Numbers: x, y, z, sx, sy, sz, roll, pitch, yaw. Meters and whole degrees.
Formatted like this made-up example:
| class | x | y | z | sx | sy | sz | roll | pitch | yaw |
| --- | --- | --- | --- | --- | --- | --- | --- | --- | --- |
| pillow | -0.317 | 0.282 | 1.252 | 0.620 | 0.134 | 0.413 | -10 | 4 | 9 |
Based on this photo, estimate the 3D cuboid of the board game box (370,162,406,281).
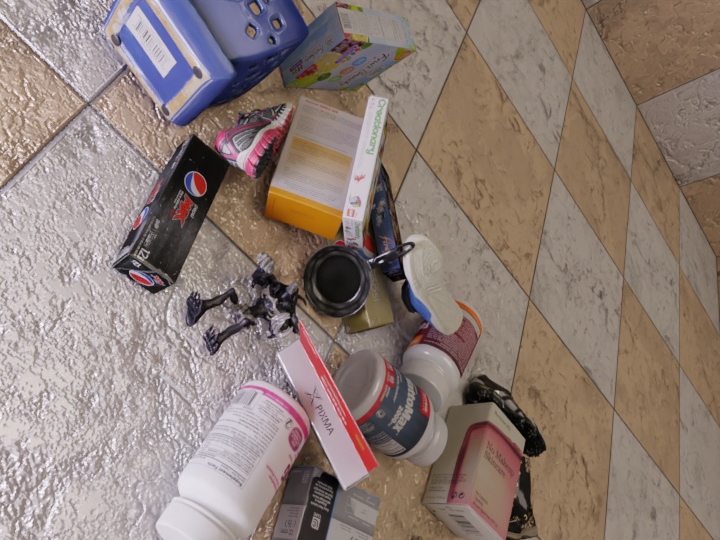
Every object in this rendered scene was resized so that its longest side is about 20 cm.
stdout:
| class | x | y | z | sx | sy | sz | roll | pitch | yaw |
| --- | --- | --- | --- | --- | --- | --- | --- | --- | --- |
| board game box | 0.045 | -0.090 | 1.031 | 0.135 | 0.033 | 0.207 | 31 | 47 | -76 |

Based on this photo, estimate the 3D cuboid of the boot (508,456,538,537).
| class | x | y | z | sx | sy | sz | roll | pitch | yaw |
| --- | --- | --- | --- | --- | --- | --- | --- | --- | --- |
| boot | 0.292 | 0.449 | 1.133 | 0.197 | 0.072 | 0.156 | 22 | 63 | -44 |

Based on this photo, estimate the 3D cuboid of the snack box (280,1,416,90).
| class | x | y | z | sx | sy | sz | roll | pitch | yaw |
| --- | --- | --- | --- | --- | --- | --- | --- | --- | --- |
| snack box | -0.023 | -0.389 | 1.014 | 0.197 | 0.166 | 0.070 | -18 | 90 | -46 |

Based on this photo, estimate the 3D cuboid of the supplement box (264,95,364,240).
| class | x | y | z | sx | sy | sz | roll | pitch | yaw |
| --- | --- | --- | --- | --- | --- | --- | --- | --- | --- |
| supplement box | -0.070 | -0.168 | 0.928 | 0.122 | 0.074 | 0.206 | 18 | 61 | -7 |

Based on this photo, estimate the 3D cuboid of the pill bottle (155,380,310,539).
| class | x | y | z | sx | sy | sz | roll | pitch | yaw |
| --- | --- | --- | --- | --- | --- | --- | --- | --- | --- |
| pill bottle | -0.154 | 0.251 | 0.709 | 0.114 | 0.112 | 0.202 | 51 | 47 | -20 |

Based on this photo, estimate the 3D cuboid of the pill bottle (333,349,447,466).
| class | x | y | z | sx | sy | sz | roll | pitch | yaw |
| --- | --- | --- | --- | --- | --- | --- | --- | --- | --- |
| pill bottle | 0.051 | 0.230 | 0.923 | 0.199 | 0.118 | 0.122 | 41 | 51 | -29 |

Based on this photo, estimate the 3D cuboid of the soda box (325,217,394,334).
| class | x | y | z | sx | sy | sz | roll | pitch | yaw |
| --- | --- | --- | --- | --- | --- | --- | --- | --- | --- |
| soda box | -0.005 | 0.000 | 0.981 | 0.066 | 0.063 | 0.207 | -6 | 81 | -46 |

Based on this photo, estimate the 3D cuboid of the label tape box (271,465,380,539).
| class | x | y | z | sx | sy | sz | roll | pitch | yaw |
| --- | --- | --- | --- | --- | --- | --- | --- | --- | --- |
| label tape box | -0.057 | 0.400 | 0.795 | 0.142 | 0.065 | 0.205 | 37 | 51 | -31 |

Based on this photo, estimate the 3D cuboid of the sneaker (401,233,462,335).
| class | x | y | z | sx | sy | sz | roll | pitch | yaw |
| --- | --- | --- | --- | --- | --- | --- | --- | --- | --- |
| sneaker | 0.101 | 0.014 | 0.982 | 0.076 | 0.111 | 0.202 | -40 | 124 | -13 |

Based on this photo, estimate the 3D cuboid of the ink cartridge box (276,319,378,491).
| class | x | y | z | sx | sy | sz | roll | pitch | yaw |
| --- | --- | --- | --- | --- | --- | --- | --- | --- | --- |
| ink cartridge box | -0.050 | 0.186 | 0.758 | 0.044 | 0.177 | 0.203 | -26 | 72 | -14 |

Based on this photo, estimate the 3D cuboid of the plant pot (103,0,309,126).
| class | x | y | z | sx | sy | sz | roll | pitch | yaw |
| --- | --- | --- | --- | --- | --- | --- | --- | --- | --- |
| plant pot | -0.220 | -0.333 | 0.778 | 0.203 | 0.197 | 0.181 | 55 | 52 | -17 |

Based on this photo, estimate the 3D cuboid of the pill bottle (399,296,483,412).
| class | x | y | z | sx | sy | sz | roll | pitch | yaw |
| --- | --- | --- | --- | --- | --- | --- | --- | --- | --- |
| pill bottle | 0.144 | 0.153 | 1.048 | 0.116 | 0.112 | 0.201 | 54 | 45 | -17 |

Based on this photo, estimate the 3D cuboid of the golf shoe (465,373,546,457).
| class | x | y | z | sx | sy | sz | roll | pitch | yaw |
| --- | --- | --- | --- | --- | --- | --- | --- | --- | --- |
| golf shoe | 0.306 | 0.290 | 1.170 | 0.200 | 0.078 | 0.095 | 44 | 32 | -1 |

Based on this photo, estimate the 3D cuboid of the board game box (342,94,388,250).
| class | x | y | z | sx | sy | sz | roll | pitch | yaw |
| --- | --- | --- | --- | --- | --- | --- | --- | --- | --- |
| board game box | 0.009 | -0.150 | 0.901 | 0.033 | 0.127 | 0.207 | 11 | 75 | 4 |

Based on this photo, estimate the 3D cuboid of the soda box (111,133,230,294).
| class | x | y | z | sx | sy | sz | roll | pitch | yaw |
| --- | --- | --- | --- | --- | --- | --- | --- | --- | --- |
| soda box | -0.247 | -0.077 | 0.756 | 0.070 | 0.062 | 0.205 | 37 | 53 | -32 |

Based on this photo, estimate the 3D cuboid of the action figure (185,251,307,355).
| class | x | y | z | sx | sy | sz | roll | pitch | yaw |
| --- | --- | --- | --- | --- | --- | --- | --- | --- | --- |
| action figure | -0.139 | 0.048 | 0.802 | 0.197 | 0.101 | 0.122 | -21 | 80 | -45 |

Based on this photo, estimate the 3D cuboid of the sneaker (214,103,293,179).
| class | x | y | z | sx | sy | sz | roll | pitch | yaw |
| --- | --- | --- | --- | --- | --- | --- | --- | --- | --- |
| sneaker | -0.154 | -0.215 | 0.867 | 0.073 | 0.082 | 0.202 | 26 | 30 | -6 |

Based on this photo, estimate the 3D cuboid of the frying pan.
| class | x | y | z | sx | sy | sz | roll | pitch | yaw |
| --- | --- | --- | --- | --- | --- | --- | --- | --- | --- |
| frying pan | -0.013 | -0.011 | 0.913 | 0.115 | 0.191 | 0.031 | 42 | 11 | -1 |

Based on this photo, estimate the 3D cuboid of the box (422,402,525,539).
| class | x | y | z | sx | sy | sz | roll | pitch | yaw |
| --- | --- | --- | --- | --- | --- | --- | --- | --- | --- |
| box | 0.214 | 0.368 | 1.053 | 0.128 | 0.107 | 0.203 | 46 | 49 | -24 |

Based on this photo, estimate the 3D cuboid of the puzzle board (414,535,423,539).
| class | x | y | z | sx | sy | sz | roll | pitch | yaw |
| --- | --- | --- | --- | --- | --- | --- | --- | --- | --- |
| puzzle board | 0.102 | 0.574 | 0.938 | 0.150 | 0.017 | 0.204 | -38 | 104 | -44 |
